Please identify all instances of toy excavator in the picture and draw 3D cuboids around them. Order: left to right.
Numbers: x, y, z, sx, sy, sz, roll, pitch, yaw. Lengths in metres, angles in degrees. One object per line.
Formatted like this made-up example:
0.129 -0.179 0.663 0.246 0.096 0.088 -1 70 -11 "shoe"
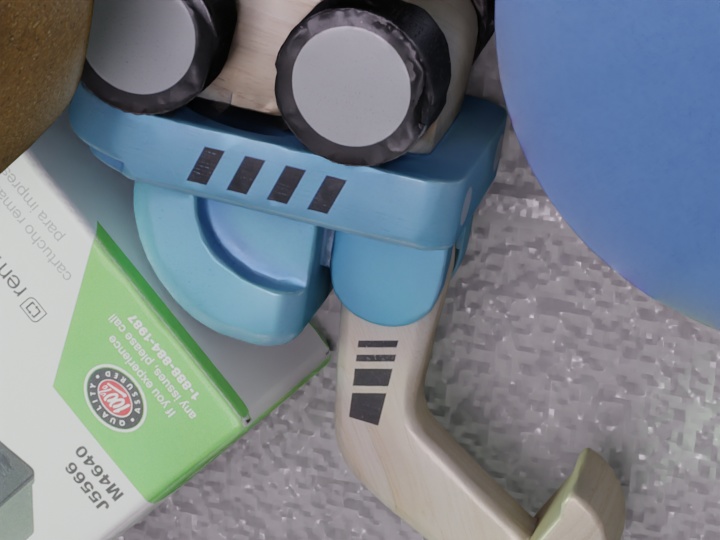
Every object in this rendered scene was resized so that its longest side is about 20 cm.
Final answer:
0.000 0.000 0.780 0.194 0.100 0.201 14 115 9 "toy excavator"

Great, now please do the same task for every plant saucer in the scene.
-0.098 -0.117 0.691 0.035 0.200 0.201 -1 108 -14 "plant saucer"

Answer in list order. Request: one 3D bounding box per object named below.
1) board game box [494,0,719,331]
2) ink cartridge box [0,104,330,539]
0.142 -0.073 0.736 0.200 0.039 0.158 -37 102 24 "board game box"
-0.134 0.040 0.842 0.200 0.084 0.146 -40 90 25 "ink cartridge box"
